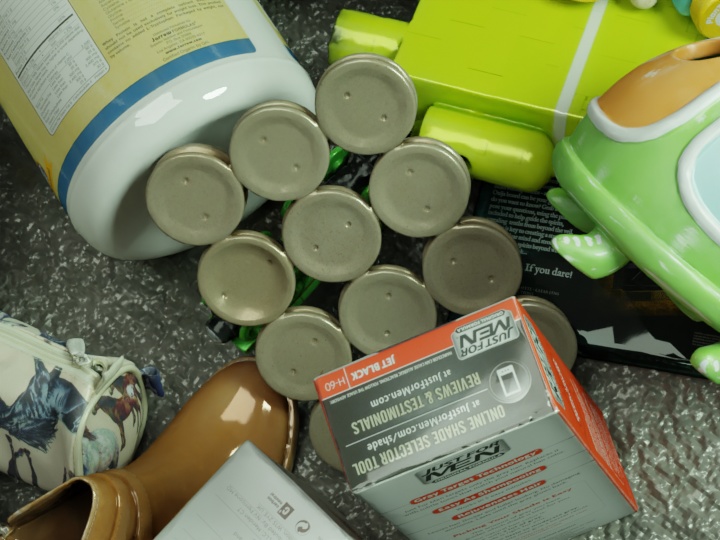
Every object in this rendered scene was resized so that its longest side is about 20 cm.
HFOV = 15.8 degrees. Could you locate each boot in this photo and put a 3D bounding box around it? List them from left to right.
[{"bbox_3d":[-0.110,0.116,1.275,0.074,0.155,0.200,28,82,22],"label":"boot"}]

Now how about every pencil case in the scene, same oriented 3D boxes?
[{"bbox_3d":[-0.205,0.051,1.363,0.199,0.078,0.090,22,116,21],"label":"pencil case"}]

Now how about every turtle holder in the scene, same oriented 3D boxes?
[{"bbox_3d":[0.184,-0.025,1.201,0.185,0.141,0.132,43,103,12],"label":"turtle holder"}]

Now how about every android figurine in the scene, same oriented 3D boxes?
[{"bbox_3d":[0.090,-0.115,1.315,0.199,0.041,0.182,14,50,8],"label":"android figurine"}]

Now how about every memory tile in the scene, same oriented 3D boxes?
[{"bbox_3d":[0.000,0.000,1.282,0.153,0.017,0.200,-29,109,17],"label":"memory tile"}]

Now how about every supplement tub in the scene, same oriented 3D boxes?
[{"bbox_3d":[-0.127,-0.122,1.363,0.144,0.145,0.200,-35,66,3],"label":"supplement tub"}]

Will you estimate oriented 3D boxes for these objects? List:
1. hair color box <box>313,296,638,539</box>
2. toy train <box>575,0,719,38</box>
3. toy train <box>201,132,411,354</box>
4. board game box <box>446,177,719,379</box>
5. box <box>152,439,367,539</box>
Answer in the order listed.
[{"bbox_3d":[0.059,0.083,1.212,0.101,0.200,0.061,-22,68,8],"label":"hair color box"},{"bbox_3d":[0.145,-0.193,1.324,0.199,0.056,0.150,19,48,16],"label":"toy train"},{"bbox_3d":[-0.006,-0.035,1.347,0.042,0.056,0.200,41,85,22],"label":"toy train"},{"bbox_3d":[0.155,-0.017,1.310,0.199,0.028,0.136,10,76,20],"label":"board game box"},{"bbox_3d":[-0.073,0.198,1.256,0.200,0.124,0.097,-47,66,-3],"label":"box"}]
